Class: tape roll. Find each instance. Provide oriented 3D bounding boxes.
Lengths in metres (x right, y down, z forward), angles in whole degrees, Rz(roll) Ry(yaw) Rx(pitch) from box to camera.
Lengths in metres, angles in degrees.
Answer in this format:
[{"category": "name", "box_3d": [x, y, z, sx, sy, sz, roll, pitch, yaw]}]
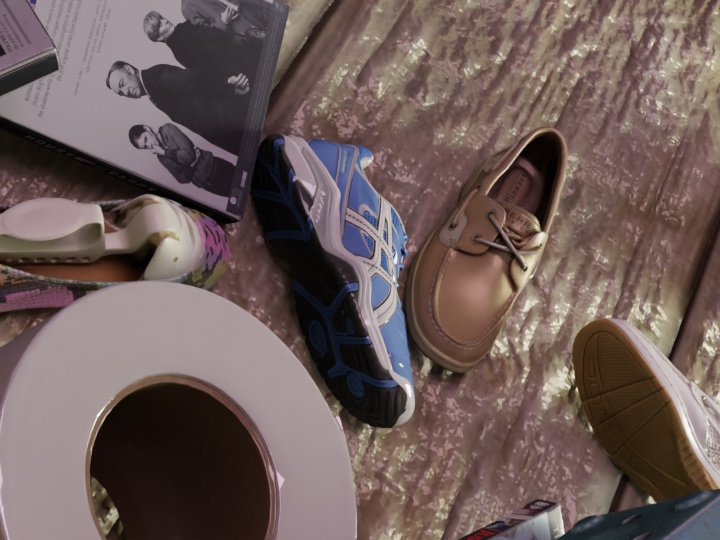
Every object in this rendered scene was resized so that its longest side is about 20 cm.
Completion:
[{"category": "tape roll", "box_3d": [-0.121, 0.121, 0.843, 0.202, 0.139, 0.204, 19, 59, -35]}]

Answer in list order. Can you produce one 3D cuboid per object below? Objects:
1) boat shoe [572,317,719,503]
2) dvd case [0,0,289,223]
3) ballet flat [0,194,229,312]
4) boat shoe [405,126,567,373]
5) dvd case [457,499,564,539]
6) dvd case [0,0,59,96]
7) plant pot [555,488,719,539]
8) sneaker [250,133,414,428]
[{"category": "boat shoe", "box_3d": [0.213, 0.112, 1.134, 0.069, 0.071, 0.201, -32, 90, -42]}, {"category": "dvd case", "box_3d": [-0.139, -0.132, 1.036, 0.199, 0.025, 0.151, 23, 70, -34]}, {"category": "ballet flat", "box_3d": [-0.150, -0.015, 0.980, 0.199, 0.071, 0.069, -4, 63, -34]}, {"category": "boat shoe", "box_3d": [0.086, -0.021, 1.136, 0.071, 0.065, 0.201, 32, 49, -11]}, {"category": "dvd case", "box_3d": [0.049, 0.224, 0.936, 0.199, 0.022, 0.147, -17, 101, -43]}, {"category": "dvd case", "box_3d": [-0.281, -0.122, 0.917, 0.199, 0.025, 0.151, -27, 62, -16]}, {"category": "plant pot", "box_3d": [0.163, 0.232, 0.909, 0.196, 0.195, 0.201, -26, 90, -40]}, {"category": "sneaker", "box_3d": [0.000, 0.000, 1.061, 0.077, 0.076, 0.201, -7, 67, -30]}]
